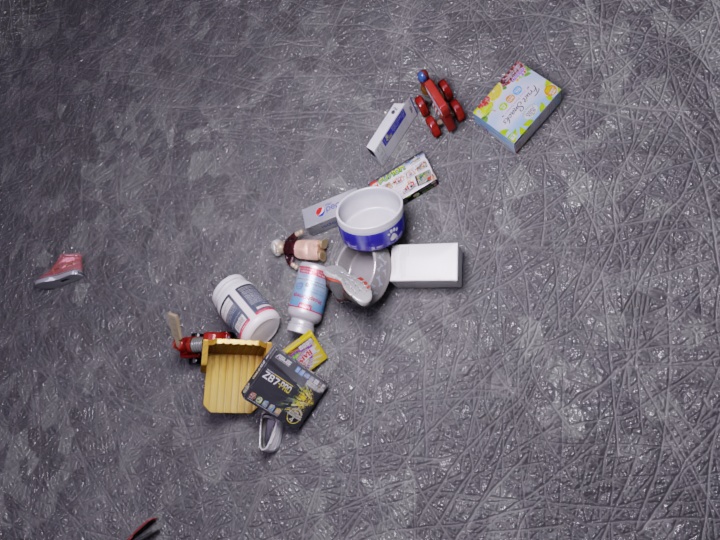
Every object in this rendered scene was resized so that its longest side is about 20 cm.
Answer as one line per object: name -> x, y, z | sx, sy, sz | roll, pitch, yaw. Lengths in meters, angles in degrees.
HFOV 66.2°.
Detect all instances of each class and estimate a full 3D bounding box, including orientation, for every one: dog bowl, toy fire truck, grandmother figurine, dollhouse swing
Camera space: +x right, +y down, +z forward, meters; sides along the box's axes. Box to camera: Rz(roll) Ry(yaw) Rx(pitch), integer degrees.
dog bowl -> 0.030, -0.149, 1.567 | 0.192, 0.081, 0.204 | -8, 40, 6
dog bowl -> 0.000, 0.000, 1.594 | 0.196, 0.058, 0.208 | -16, 68, 43
toy fire truck -> -0.498, 0.210, 1.689 | 0.170, 0.200, 0.134 | -5, 73, 19
grandmother figurine -> -0.200, -0.065, 1.735 | 0.194, 0.060, 0.126 | 7, 78, 26
dollhouse swing -> -0.363, 0.308, 1.591 | 0.193, 0.182, 0.182 | 6, 69, -16
toy fire truck -> 0.223, -0.511, 1.638 | 0.110, 0.168, 0.205 | -29, 66, 10

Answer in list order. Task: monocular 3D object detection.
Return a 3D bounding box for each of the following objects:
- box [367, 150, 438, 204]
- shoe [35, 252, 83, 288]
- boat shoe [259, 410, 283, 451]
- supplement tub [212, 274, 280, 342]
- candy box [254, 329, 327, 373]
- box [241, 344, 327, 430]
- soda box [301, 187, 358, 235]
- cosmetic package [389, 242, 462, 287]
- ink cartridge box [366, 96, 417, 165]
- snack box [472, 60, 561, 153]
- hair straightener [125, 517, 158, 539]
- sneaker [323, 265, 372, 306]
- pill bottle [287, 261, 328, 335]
box -> 0.129, -0.263, 1.676 | 0.196, 0.035, 0.113 | -29, 66, 11
shoe -> -1.127, 0.000, 2.073 | 0.193, 0.072, 0.094 | -16, 68, 10
boat shoe -> -0.254, 0.421, 1.606 | 0.071, 0.065, 0.208 | -4, 73, 20
supplement tub -> -0.350, 0.124, 1.690 | 0.141, 0.140, 0.200 | -47, 64, 2
candy box -> -0.198, 0.270, 1.589 | 0.197, 0.104, 0.026 | -36, 31, -8
box -> -0.212, 0.332, 1.555 | 0.163, 0.199, 0.049 | -53, 24, -5
soda box -> -0.081, -0.182, 1.718 | 0.194, 0.063, 0.070 | -21, 67, 15
cosmetic package -> 0.186, -0.012, 1.552 | 0.193, 0.085, 0.112 | 1, 75, 21
ink cartridge box -> 0.098, -0.434, 1.703 | 0.039, 0.099, 0.203 | 33, 87, 27
snack box -> 0.451, -0.472, 1.594 | 0.201, 0.068, 0.169 | -47, 64, 4
hair straightener -> -0.680, 0.833, 1.664 | 0.198, 0.041, 0.078 | -38, 65, 7
sneaker -> -0.034, 0.059, 1.537 | 0.199, 0.075, 0.085 | 38, 133, 46
pill bottle -> -0.155, 0.087, 1.642 | 0.105, 0.109, 0.207 | 9, 78, 23
